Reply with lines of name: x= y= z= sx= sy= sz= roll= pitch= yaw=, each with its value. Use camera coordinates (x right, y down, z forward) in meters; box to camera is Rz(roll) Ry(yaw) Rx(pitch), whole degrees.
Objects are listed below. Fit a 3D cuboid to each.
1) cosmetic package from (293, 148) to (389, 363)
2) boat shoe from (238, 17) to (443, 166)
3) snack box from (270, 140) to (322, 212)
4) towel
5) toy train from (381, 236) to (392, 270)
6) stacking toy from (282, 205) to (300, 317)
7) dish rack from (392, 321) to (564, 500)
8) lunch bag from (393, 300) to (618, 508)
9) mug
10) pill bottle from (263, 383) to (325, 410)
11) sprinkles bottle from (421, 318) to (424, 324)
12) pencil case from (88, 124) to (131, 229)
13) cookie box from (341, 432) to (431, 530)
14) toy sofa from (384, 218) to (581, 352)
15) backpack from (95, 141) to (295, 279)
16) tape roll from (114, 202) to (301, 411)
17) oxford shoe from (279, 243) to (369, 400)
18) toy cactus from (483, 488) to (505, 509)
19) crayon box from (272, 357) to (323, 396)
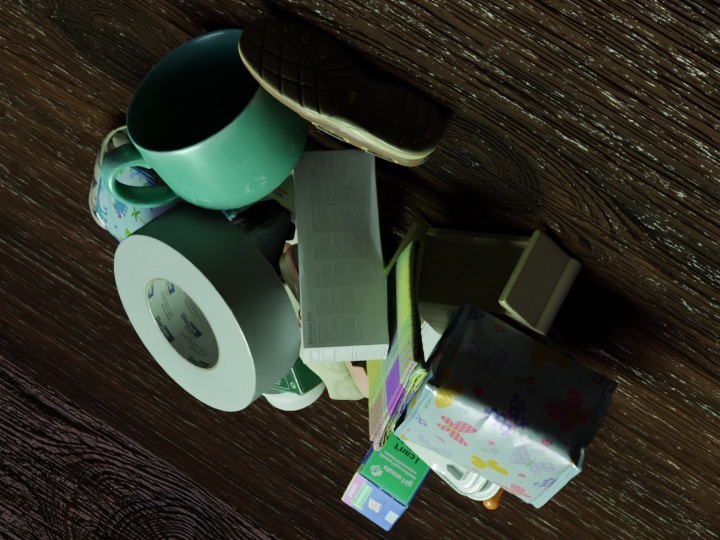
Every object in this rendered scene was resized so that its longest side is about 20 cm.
cosmetic package: x=-0.021 y=-0.015 z=1.564 sx=0.082 sy=0.201 sz=0.051 roll=-2 pitch=160 yaw=-4
boat shoe: x=-0.022 y=-0.150 z=1.451 sx=0.199 sy=0.072 sz=0.068 roll=30 pitch=159 yaw=3
snack box: x=-0.084 y=-0.111 z=1.699 sx=0.199 sy=0.037 sz=0.116 roll=33 pitch=161 yaw=4
towel: x=0.034 y=0.072 z=1.567 sx=0.023 sy=0.144 sz=0.200 roll=4 pitch=150 yaw=-10
toy train: x=0.000 y=0.000 z=1.678 sx=0.042 sy=0.056 sz=0.200 roll=63 pitch=-170 yaw=-7
stacking toy: x=-0.102 y=-0.019 z=1.873 sx=0.146 sy=0.146 sz=0.200 roll=38 pitch=179 yaw=-12
dish rack: x=0.107 y=0.125 z=1.703 sx=0.171 sy=0.201 sz=0.043 roll=41 pitch=-153 yaw=25
lunch bag: x=0.131 y=0.136 z=1.577 sx=0.169 sy=0.128 sz=0.200 roll=28 pitch=153 yaw=2
mug: x=-0.139 y=-0.130 z=1.543 sx=0.184 sy=0.153 sz=0.115 roll=-10 pitch=140 yaw=27
pill bottle: x=-0.116 y=0.094 z=2.133 sx=0.113 sy=0.113 sz=0.200 roll=22 pitch=158 yaw=32
sprinkles bottle: x=0.128 y=0.085 z=1.776 sx=0.199 sy=0.068 sz=0.068 roll=33 pitch=161 yaw=4
pencil case: x=-0.280 y=-0.104 z=1.975 sx=0.090 sy=0.078 sz=0.200 roll=53 pitch=161 yaw=4
cookie box: x=0.066 y=0.194 z=1.938 sx=0.075 sy=0.201 sz=0.171 roll=32 pitch=161 yaw=4
toy sofa: x=0.122 y=0.013 z=1.592 sx=0.097 sy=0.083 sz=0.199 roll=39 pitch=161 yaw=-32
backpack: x=-0.180 y=-0.061 z=1.706 sx=0.200 sy=0.153 sz=0.164 roll=55 pitch=149 yaw=25
tape roll: x=-0.150 y=0.036 z=1.591 sx=0.200 sy=0.066 sz=0.201 roll=32 pitch=143 yaw=29
oxford shoe: x=-0.044 y=0.062 z=1.707 sx=0.073 sy=0.071 sz=0.201 roll=-16 pitch=118 yaw=24
toy cactus: x=0.147 y=0.179 z=1.819 sx=0.165 sy=0.102 sz=0.200 roll=44 pitch=-163 yaw=19
crayon box: x=-0.033 y=0.064 z=1.846 sx=0.125 sy=0.199 sz=0.052 roll=6 pitch=121 yaw=53
